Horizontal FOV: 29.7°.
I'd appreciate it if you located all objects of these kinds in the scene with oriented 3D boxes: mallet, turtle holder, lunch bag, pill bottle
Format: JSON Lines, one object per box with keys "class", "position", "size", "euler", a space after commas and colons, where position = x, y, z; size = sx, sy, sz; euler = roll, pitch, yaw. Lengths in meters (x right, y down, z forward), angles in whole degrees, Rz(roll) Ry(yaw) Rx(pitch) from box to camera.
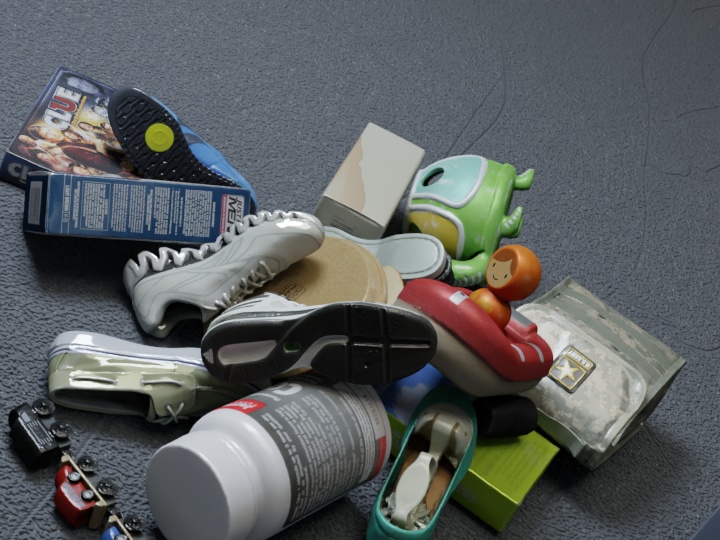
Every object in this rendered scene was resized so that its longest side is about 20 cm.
{"class": "mallet", "position": [0.107, 0.094, 1.352], "size": [0.066, 0.041, 0.200], "euler": [8, 31, -32]}
{"class": "turtle holder", "position": [0.115, -0.046, 1.559], "size": [0.132, 0.141, 0.186], "euler": [16, 73, 7]}
{"class": "lunch bag", "position": [0.222, 0.110, 1.413], "size": [0.164, 0.118, 0.200], "euler": [37, 31, 17]}
{"class": "pill bottle", "position": [-0.075, 0.158, 1.139], "size": [0.114, 0.114, 0.200], "euler": [43, 36, 21]}

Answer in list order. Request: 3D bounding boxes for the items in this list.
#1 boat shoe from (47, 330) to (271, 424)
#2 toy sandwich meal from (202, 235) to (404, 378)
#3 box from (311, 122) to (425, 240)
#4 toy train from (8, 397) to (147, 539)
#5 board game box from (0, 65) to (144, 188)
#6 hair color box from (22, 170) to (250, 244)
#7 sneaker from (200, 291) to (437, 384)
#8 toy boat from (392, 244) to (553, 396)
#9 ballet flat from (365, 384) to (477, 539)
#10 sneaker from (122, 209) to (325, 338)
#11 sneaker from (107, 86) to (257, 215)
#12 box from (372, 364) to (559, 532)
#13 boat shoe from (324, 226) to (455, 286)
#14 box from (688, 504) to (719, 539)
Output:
{"class": "boat shoe", "position": [-0.178, 0.106, 1.192], "size": [0.200, 0.072, 0.062], "euler": [10, 53, -12]}
{"class": "toy sandwich meal", "position": [-0.052, 0.044, 1.318], "size": [0.205, 0.070, 0.205], "euler": [-10, 43, 10]}
{"class": "box", "position": [0.002, -0.078, 1.533], "size": [0.078, 0.095, 0.200], "euler": [28, 32, 0]}
{"class": "toy train", "position": [-0.221, 0.179, 1.080], "size": [0.046, 0.034, 0.200], "euler": [-18, 55, -44]}
{"class": "board game box", "position": [-0.291, -0.137, 1.450], "size": [0.135, 0.035, 0.200], "euler": [22, 34, -9]}
{"class": "hair color box", "position": [-0.218, -0.059, 1.322], "size": [0.200, 0.061, 0.100], "euler": [4, 2, -27]}
{"class": "sneaker", "position": [-0.035, 0.045, 1.186], "size": [0.200, 0.076, 0.115], "euler": [-1, 19, 0]}
{"class": "toy boat", "position": [0.119, 0.035, 1.249], "size": [0.130, 0.131, 0.200], "euler": [36, 13, 22]}
{"class": "ballet flat", "position": [0.064, 0.171, 1.209], "size": [0.067, 0.070, 0.200], "euler": [24, 53, 5]}
{"class": "sneaker", "position": [-0.124, 0.005, 1.289], "size": [0.200, 0.075, 0.081], "euler": [-21, 54, 4]}
{"class": "sneaker", "position": [-0.191, -0.120, 1.443], "size": [0.200, 0.066, 0.078], "euler": [43, 8, -19]}
{"class": "box", "position": [0.084, 0.154, 1.321], "size": [0.200, 0.048, 0.122], "euler": [35, 33, 12]}
{"class": "boat shoe", "position": [0.000, 0.000, 1.416], "size": [0.200, 0.060, 0.076], "euler": [7, 62, 25]}
{"class": "box", "position": [0.415, 0.262, 1.280], "size": [0.051, 0.200, 0.158], "euler": [6, 39, -40]}
